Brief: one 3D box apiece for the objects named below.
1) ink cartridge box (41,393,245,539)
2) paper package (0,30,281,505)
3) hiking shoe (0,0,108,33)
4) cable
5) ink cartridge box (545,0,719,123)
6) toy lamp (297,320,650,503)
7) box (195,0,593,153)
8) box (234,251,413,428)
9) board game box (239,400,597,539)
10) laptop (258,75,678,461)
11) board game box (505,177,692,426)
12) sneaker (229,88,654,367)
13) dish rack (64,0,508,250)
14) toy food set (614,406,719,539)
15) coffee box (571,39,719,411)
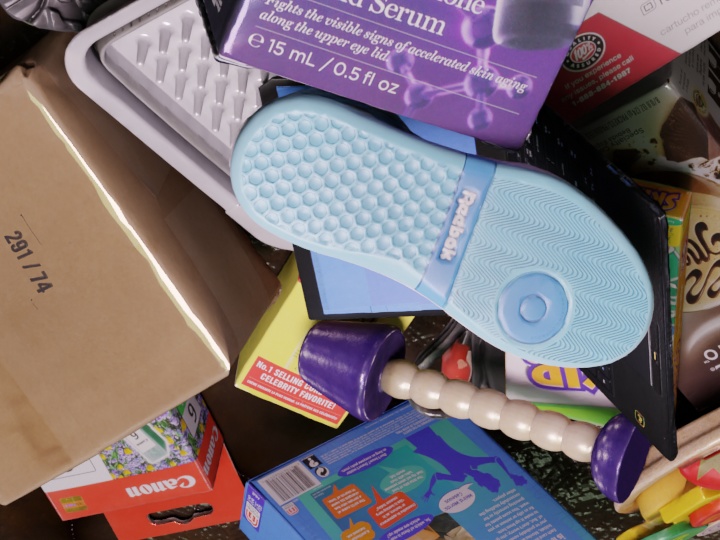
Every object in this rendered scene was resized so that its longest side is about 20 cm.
[{"bbox_3d":[-0.148,0.107,1.386,0.108,0.051,0.201,-13,126,17],"label":"ink cartridge box"},{"bbox_3d":[-0.175,-0.006,1.228,0.190,0.104,0.201,-30,104,26],"label":"paper package"},{"bbox_3d":[-0.112,-0.149,1.158,0.199,0.101,0.076,17,103,-36],"label":"hiking shoe"},{"bbox_3d":[0.067,0.021,1.269,0.096,0.051,0.201,-5,136,6],"label":"cable"},{"bbox_3d":[0.097,-0.191,1.051,0.146,0.083,0.201,-31,122,4],"label":"ink cartridge box"},{"bbox_3d":[0.058,0.073,1.225,0.199,0.058,0.059,18,135,24],"label":"toy lamp"},{"bbox_3d":[0.033,-0.174,0.934,0.147,0.105,0.201,15,116,-20],"label":"box"},{"bbox_3d":[0.000,0.000,1.275,0.075,0.050,0.200,24,129,-13],"label":"box"},{"bbox_3d":[0.049,0.168,1.280,0.200,0.151,0.045,44,141,32],"label":"board game box"},{"bbox_3d":[0.055,0.000,1.091,0.103,0.200,0.178,-30,140,-16],"label":"laptop"},{"bbox_3d":[0.124,0.023,1.193,0.095,0.030,0.201,13,143,15],"label":"board game box"},{"bbox_3d":[0.034,-0.028,1.000,0.199,0.131,0.080,27,96,-10],"label":"sneaker"},{"bbox_3d":[-0.028,-0.098,1.104,0.171,0.044,0.200,-23,137,29],"label":"dish rack"},{"bbox_3d":[0.235,0.101,1.264,0.199,0.049,0.198,-16,163,-29],"label":"toy food set"},{"bbox_3d":[0.176,-0.031,1.203,0.112,0.080,0.200,-27,121,29],"label":"coffee box"}]
